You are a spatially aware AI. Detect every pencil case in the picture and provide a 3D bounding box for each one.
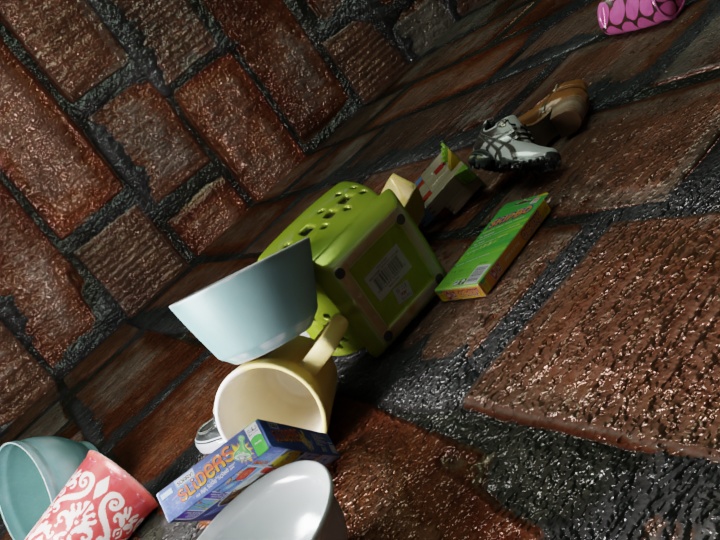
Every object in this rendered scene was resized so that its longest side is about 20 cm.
[{"bbox_3d":[0.542,-0.522,1.537,0.091,0.094,0.200,-41,15,-10],"label":"pencil case"}]

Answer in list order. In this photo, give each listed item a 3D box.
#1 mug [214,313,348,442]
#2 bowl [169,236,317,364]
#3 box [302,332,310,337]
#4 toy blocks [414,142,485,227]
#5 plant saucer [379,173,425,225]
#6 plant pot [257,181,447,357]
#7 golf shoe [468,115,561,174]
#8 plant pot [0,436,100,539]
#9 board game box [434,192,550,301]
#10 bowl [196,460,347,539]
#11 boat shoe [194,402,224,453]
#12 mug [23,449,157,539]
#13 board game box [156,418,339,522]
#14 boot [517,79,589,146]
[{"bbox_3d":[-0.081,0.155,1.039,0.183,0.152,0.153,-18,13,18],"label":"mug"},{"bbox_3d":[-0.132,0.047,1.008,0.198,0.107,0.201,-27,4,2],"label":"bowl"},{"bbox_3d":[-0.069,0.058,1.329,0.201,0.034,0.111,-60,-2,-44],"label":"box"},{"bbox_3d":[0.143,-0.143,1.431,0.137,0.100,0.201,-48,18,12],"label":"toy blocks"},{"bbox_3d":[0.046,-0.062,1.388,0.202,0.048,0.200,-61,14,7],"label":"plant saucer"},{"bbox_3d":[0.000,0.000,1.159,0.200,0.200,0.180,-44,23,-21],"label":"plant pot"},{"bbox_3d":[0.249,-0.207,1.278,0.199,0.077,0.097,16,96,56],"label":"golf shoe"},{"bbox_3d":[-0.516,0.371,1.349,0.199,0.204,0.133,-24,-6,41],"label":"plant pot"},{"bbox_3d":[0.192,-0.035,1.117,0.201,0.030,0.095,-51,20,-27],"label":"board game box"},{"bbox_3d":[-0.081,0.286,0.740,0.200,0.091,0.202,-35,16,11],"label":"bowl"},{"bbox_3d":[-0.192,0.215,1.215,0.198,0.071,0.072,-32,17,26],"label":"boat shoe"},{"bbox_3d":[-0.407,0.400,1.165,0.132,0.179,0.201,20,56,28],"label":"mug"},{"bbox_3d":[-0.115,0.225,0.869,0.134,0.035,0.200,-37,-24,5],"label":"board game box"},{"bbox_3d":[0.311,-0.271,1.396,0.198,0.077,0.156,-26,22,34],"label":"boot"}]
